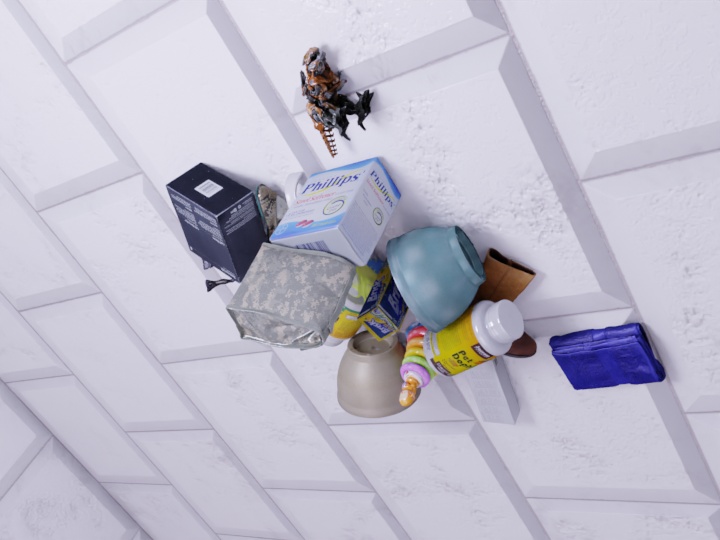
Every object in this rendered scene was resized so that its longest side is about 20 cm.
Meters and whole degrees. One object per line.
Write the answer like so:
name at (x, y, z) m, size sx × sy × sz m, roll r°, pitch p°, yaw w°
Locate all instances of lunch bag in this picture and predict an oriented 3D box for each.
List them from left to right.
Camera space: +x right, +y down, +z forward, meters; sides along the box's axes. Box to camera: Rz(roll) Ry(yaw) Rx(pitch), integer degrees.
lunch bag at (-0.115, 0.052, 1.496) m, size 0.196 × 0.166 × 0.119 m, roll 9°, pitch 142°, yaw 24°

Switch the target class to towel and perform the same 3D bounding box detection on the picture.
towel at (0.483, 0.179, 1.625) m, size 0.197 × 0.050 × 0.149 m, roll -13°, pitch 121°, yaw 41°

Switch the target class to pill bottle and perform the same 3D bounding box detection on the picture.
pill bottle at (-0.038, 0.085, 1.826) m, size 0.112 × 0.114 × 0.201 m, roll 33°, pitch 140°, yaw -1°
pill bottle at (0.223, 0.129, 1.617) m, size 0.109 × 0.110 × 0.199 m, roll 45°, pitch 134°, yaw -14°

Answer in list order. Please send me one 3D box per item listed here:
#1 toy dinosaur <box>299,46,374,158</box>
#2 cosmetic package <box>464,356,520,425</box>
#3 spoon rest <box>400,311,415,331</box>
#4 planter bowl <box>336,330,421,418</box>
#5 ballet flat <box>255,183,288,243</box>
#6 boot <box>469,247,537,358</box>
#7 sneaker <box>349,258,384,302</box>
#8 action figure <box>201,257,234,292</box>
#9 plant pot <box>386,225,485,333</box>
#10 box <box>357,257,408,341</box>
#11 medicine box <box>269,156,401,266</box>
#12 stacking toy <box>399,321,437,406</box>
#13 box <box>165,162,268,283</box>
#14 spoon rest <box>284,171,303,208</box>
toy dinosaur at (-0.054, -0.303, 1.497) m, size 0.134 × 0.103 × 0.201 m, roll 26°, pitch 160°, yaw 32°
cosmetic package at (0.289, 0.253, 1.824) m, size 0.081 × 0.051 × 0.203 m, roll -1°, pitch 129°, yaw 31°
spoon rest at (0.095, 0.093, 1.763) m, size 0.199 × 0.098 × 0.062 m, roll -32°, pitch 80°, yaw 55°
planter bowl at (0.035, 0.218, 1.862) m, size 0.196 × 0.200 × 0.138 m, roll 6°, pitch 118°, yaw 28°
ballet flat at (-0.178, -0.108, 1.777) m, size 0.073 × 0.069 × 0.202 m, roll 1°, pitch 137°, yaw 4°
boot at (0.303, 0.066, 1.642) m, size 0.187 × 0.068 × 0.202 m, roll 34°, pitch 133°, yaw 11°
sneaker at (0.000, 0.000, 1.734) m, size 0.201 × 0.105 × 0.076 m, roll 49°, pitch 128°, yaw 3°
action figure at (-0.262, -0.012, 1.889) m, size 0.195 × 0.102 × 0.122 m, roll -9°, pitch 102°, yaw -9°
plant pot at (0.157, -0.002, 1.573) m, size 0.133 × 0.202 × 0.201 m, roll -29°, pitch 113°, yaw 20°
box at (0.064, 0.043, 1.646) m, size 0.070 × 0.201 × 0.064 m, roll 45°, pitch 130°, yaw -15°
medicine box at (-0.046, -0.102, 1.580) m, size 0.179 × 0.202 × 0.104 m, roll -9°, pitch 130°, yaw 38°
stacking toy at (0.126, 0.212, 1.774) m, size 0.110 × 0.201 × 0.115 m, roll 45°, pitch 139°, yaw -16°
box at (-0.304, -0.105, 1.779) m, size 0.198 × 0.104 × 0.185 m, roll 30°, pitch 145°, yaw 38°
spoon rest at (-0.103, -0.106, 1.724) m, size 0.098 × 0.061 × 0.202 m, roll -7°, pitch 125°, yaw 37°
